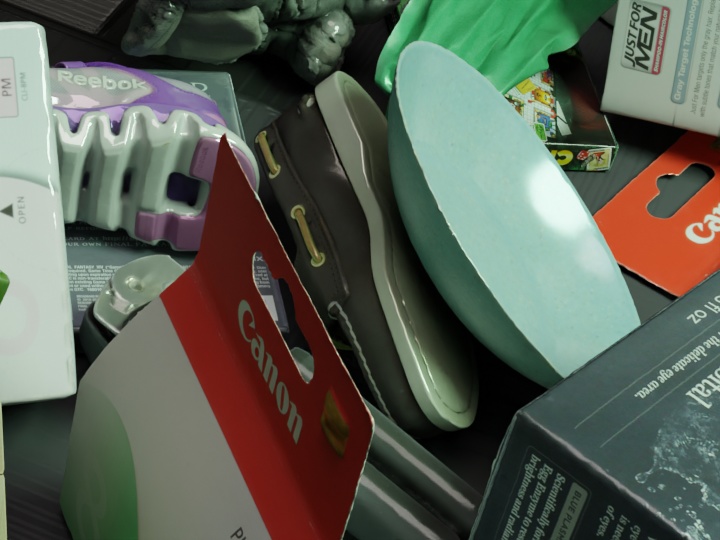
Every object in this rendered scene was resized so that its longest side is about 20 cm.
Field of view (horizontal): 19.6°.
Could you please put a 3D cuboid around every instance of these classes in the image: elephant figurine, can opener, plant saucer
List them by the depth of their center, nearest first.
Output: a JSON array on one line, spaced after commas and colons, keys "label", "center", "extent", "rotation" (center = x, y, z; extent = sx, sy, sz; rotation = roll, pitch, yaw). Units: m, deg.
[{"label": "can opener", "center": [-0.037, 0.070, 0.913], "extent": [0.200, 0.067, 0.053], "rotation": [39, 45, 9]}, {"label": "plant saucer", "center": [0.065, -0.014, 0.978], "extent": [0.201, 0.039, 0.201], "rotation": [46, 24, -28]}, {"label": "elephant figurine", "center": [-0.072, -0.169, 1.068], "extent": [0.142, 0.155, 0.200], "rotation": [51, 23, 14]}]

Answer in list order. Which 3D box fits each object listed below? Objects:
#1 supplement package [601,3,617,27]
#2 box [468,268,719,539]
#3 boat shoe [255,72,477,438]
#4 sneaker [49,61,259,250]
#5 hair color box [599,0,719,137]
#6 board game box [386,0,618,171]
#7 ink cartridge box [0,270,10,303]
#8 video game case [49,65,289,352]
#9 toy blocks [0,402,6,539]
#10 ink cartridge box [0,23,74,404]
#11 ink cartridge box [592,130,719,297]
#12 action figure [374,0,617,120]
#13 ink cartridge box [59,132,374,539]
[{"label": "supplement package", "center": [0.219, -0.223, 1.189], "extent": [0.111, 0.200, 0.156], "rotation": [-24, 52, -35]}, {"label": "box", "center": [0.182, 0.111, 0.862], "extent": [0.200, 0.117, 0.197], "rotation": [36, 44, 24]}, {"label": "boat shoe", "center": [0.000, 0.000, 0.980], "extent": [0.061, 0.072, 0.201], "rotation": [-30, 52, 18]}, {"label": "sneaker", "center": [-0.149, -0.067, 0.991], "extent": [0.200, 0.081, 0.088], "rotation": [9, 34, -12]}, {"label": "hair color box", "center": [0.235, -0.117, 1.105], "extent": [0.200, 0.099, 0.061], "rotation": [14, 34, 14]}, {"label": "board game box", "center": [0.071, -0.128, 1.180], "extent": [0.105, 0.023, 0.200], "rotation": [0, 43, -12]}, {"label": "ink cartridge box", "center": [-0.263, 0.022, 0.821], "extent": [0.200, 0.148, 0.076], "rotation": [25, -1, 15]}, {"label": "video game case", "center": [-0.121, -0.034, 1.026], "extent": [0.143, 0.019, 0.200], "rotation": [0, 41, -15]}, {"label": "toy blocks", "center": [-0.193, 0.122, 0.727], "extent": [0.137, 0.200, 0.100], "rotation": [-2, 3, -15]}, {"label": "ink cartridge box", "center": [-0.227, -0.018, 0.876], "extent": [0.200, 0.057, 0.163], "rotation": [-5, 88, -22]}, {"label": "ink cartridge box", "center": [0.237, -0.019, 1.082], "extent": [0.200, 0.057, 0.163], "rotation": [35, 45, 17]}, {"label": "action figure", "center": [0.058, -0.125, 1.105], "extent": [0.118, 0.055, 0.200], "rotation": [38, 54, -7]}, {"label": "ink cartridge box", "center": [-0.060, 0.076, 0.777], "extent": [0.050, 0.200, 0.161], "rotation": [-8, 45, -22]}]
